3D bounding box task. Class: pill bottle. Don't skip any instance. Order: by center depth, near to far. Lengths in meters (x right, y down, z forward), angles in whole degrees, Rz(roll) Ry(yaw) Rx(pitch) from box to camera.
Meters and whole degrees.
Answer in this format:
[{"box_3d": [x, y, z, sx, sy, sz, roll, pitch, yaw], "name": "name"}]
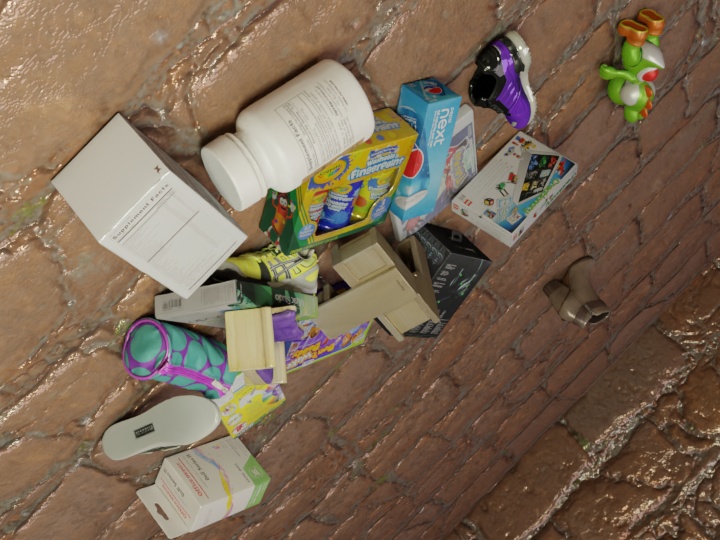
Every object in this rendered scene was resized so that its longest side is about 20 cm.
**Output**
[{"box_3d": [-0.090, -0.163, 1.216, 0.199, 0.114, 0.115, -35, 151, -18], "name": "pill bottle"}]

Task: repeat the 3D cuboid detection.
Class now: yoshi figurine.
[{"box_3d": [0.490, -0.370, 1.800, 0.113, 0.111, 0.202, -74, 164, -48], "name": "yoshi figurine"}]

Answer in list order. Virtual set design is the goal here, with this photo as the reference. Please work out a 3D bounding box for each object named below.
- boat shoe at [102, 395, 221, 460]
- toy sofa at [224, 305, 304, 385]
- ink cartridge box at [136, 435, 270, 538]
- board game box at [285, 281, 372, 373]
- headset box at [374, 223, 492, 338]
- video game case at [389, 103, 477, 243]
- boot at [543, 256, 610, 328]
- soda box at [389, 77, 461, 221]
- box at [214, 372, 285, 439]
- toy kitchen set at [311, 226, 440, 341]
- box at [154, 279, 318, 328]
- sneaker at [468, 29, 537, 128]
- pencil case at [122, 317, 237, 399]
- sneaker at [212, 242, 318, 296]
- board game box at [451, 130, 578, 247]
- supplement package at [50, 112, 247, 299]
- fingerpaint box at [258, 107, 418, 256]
[{"box_3d": [-0.289, 0.232, 1.475, 0.198, 0.072, 0.064, -17, 169, 19], "name": "boat shoe"}, {"box_3d": [-0.129, 0.110, 1.394, 0.096, 0.084, 0.200, -5, 167, -1], "name": "toy sofa"}, {"box_3d": [-0.266, 0.364, 1.683, 0.199, 0.117, 0.068, -13, 138, -47], "name": "ink cartridge box"}, {"box_3d": [-0.059, 0.090, 1.679, 0.199, 0.045, 0.135, -19, 143, -41], "name": "board game box"}, {"box_3d": [0.124, 0.016, 1.782, 0.201, 0.093, 0.173, -55, 151, 17], "name": "headset box"}, {"box_3d": [0.118, -0.154, 1.619, 0.182, 0.023, 0.201, -39, 152, -13], "name": "video game case"}, {"box_3d": [0.536, 0.058, 2.356, 0.199, 0.146, 0.071, -31, 148, -27], "name": "boot"}, {"box_3d": [0.086, -0.177, 1.469, 0.067, 0.064, 0.202, -19, 135, -35], "name": "soda box"}, {"box_3d": [-0.192, 0.202, 1.642, 0.117, 0.048, 0.201, -35, 149, -14], "name": "box"}, {"box_3d": [0.000, 0.000, 1.583, 0.162, 0.182, 0.200, -27, 130, 17], "name": "toy kitchen set"}, {"box_3d": [-0.170, 0.052, 1.390, 0.143, 0.037, 0.199, -11, 168, 29], "name": "box"}, {"box_3d": [0.214, -0.281, 1.543, 0.099, 0.070, 0.201, -34, 147, -7], "name": "sneaker"}, {"box_3d": [-0.252, 0.129, 1.411, 0.085, 0.092, 0.200, -48, 152, 6], "name": "pencil case"}, {"box_3d": [-0.138, -0.006, 1.434, 0.199, 0.075, 0.077, 8, 90, -54], "name": "sneaker"}, {"box_3d": [0.265, -0.143, 1.690, 0.200, 0.126, 0.035, -44, 154, -24], "name": "board game box"}, {"box_3d": [-0.238, -0.069, 1.142, 0.114, 0.110, 0.200, -44, 153, -1], "name": "supplement package"}, {"box_3d": [-0.030, -0.126, 1.395, 0.199, 0.073, 0.168, -20, 144, -40], "name": "fingerpaint box"}]
